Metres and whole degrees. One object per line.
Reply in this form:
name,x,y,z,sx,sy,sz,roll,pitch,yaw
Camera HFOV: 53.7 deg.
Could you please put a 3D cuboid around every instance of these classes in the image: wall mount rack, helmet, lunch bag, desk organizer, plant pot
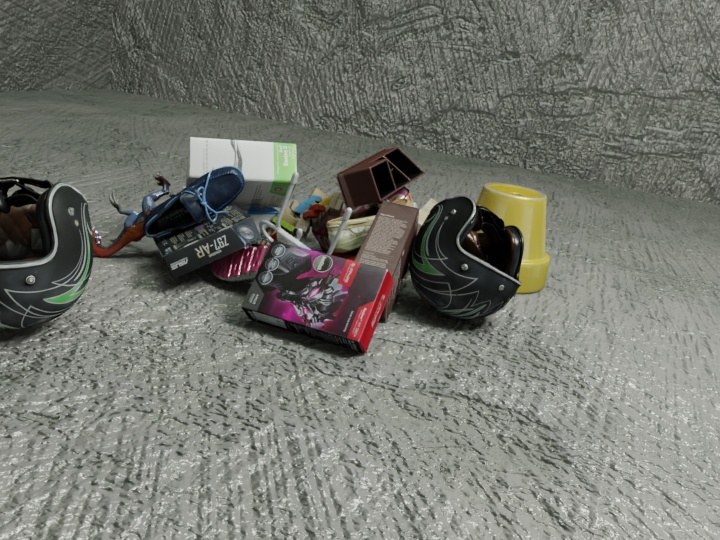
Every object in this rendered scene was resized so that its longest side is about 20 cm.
wall mount rack,-0.082,-0.061,1.203,0.200,0.174,0.075,34,64,19
helmet,0.179,-0.011,1.218,0.199,0.191,0.200,9,-22,4
lunch bag,0.017,-0.102,1.461,0.200,0.082,0.176,-44,43,-21
helmet,-0.450,-0.018,0.931,0.199,0.191,0.200,5,-16,2
desk organizer,0.043,-0.185,1.368,0.077,0.072,0.200,-9,17,34
plant pot,0.302,-0.074,1.469,0.200,0.189,0.201,8,18,-3

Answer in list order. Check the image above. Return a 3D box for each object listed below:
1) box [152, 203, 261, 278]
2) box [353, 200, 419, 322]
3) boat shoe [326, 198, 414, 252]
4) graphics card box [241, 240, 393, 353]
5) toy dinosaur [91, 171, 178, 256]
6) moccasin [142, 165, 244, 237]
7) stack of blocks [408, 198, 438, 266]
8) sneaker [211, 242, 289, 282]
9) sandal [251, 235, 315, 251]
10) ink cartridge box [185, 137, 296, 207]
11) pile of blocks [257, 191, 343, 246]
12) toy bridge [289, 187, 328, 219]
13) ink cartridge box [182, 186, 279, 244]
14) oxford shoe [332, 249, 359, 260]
box,-0.272,-0.057,1.239,0.160,0.044,0.200,-26,19,-15
box,0.041,-0.018,1.210,0.075,0.100,0.200,12,44,10
boat shoe,0.023,-0.098,1.337,0.200,0.063,0.073,-31,24,-33
graphics card box,-0.065,0.037,1.074,0.200,0.126,0.051,15,-24,19
toy dinosaur,-0.402,-0.093,1.287,0.200,0.105,0.182,7,51,36
moccasin,-0.285,-0.106,1.228,0.200,0.081,0.068,-33,22,11
stack of blocks,0.122,-0.068,1.465,0.059,0.115,0.200,33,23,6
sneaker,-0.169,-0.001,1.223,0.200,0.074,0.087,-2,-29,34
sandal,-0.178,-0.039,1.335,0.200,0.043,0.076,5,-13,-29
ink cartridge box,-0.231,-0.184,1.360,0.199,0.084,0.146,2,-15,-15
pile of blocks,-0.116,-0.109,1.404,0.200,0.082,0.062,-36,-10,-12
toy bridge,-0.124,-0.123,1.537,0.067,0.027,0.200,36,-30,-24
ink cartridge box,-0.277,-0.113,1.489,0.144,0.084,0.200,-3,22,-32
oxford shoe,0.000,0.000,1.321,0.200,0.073,0.071,-16,39,-15
